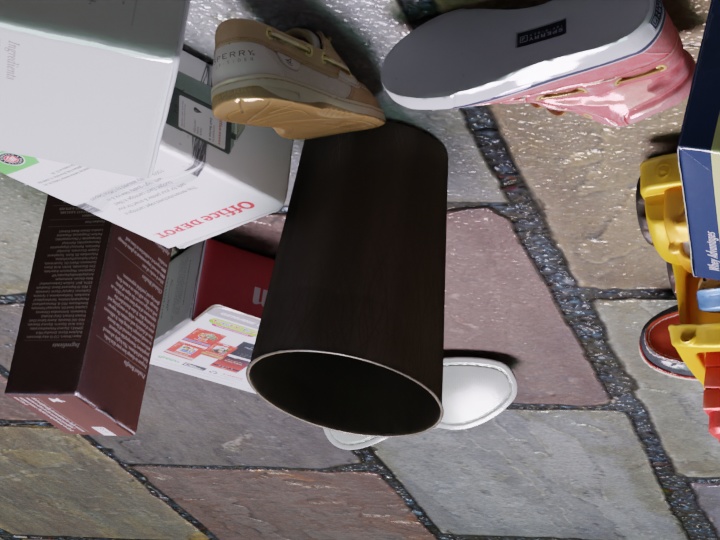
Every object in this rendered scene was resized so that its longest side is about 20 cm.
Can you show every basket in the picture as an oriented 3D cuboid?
[{"bbox_3d":[0.000,0.000,1.474,0.136,0.201,0.180,-4,155,24],"label":"basket"}]

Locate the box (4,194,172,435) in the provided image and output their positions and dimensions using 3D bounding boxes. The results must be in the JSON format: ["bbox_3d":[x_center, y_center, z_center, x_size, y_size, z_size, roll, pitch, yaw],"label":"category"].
[{"bbox_3d":[-0.213,0.023,1.596,0.075,0.201,0.100,-2,155,23],"label":"box"}]

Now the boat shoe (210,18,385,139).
[{"bbox_3d":[-0.039,-0.132,1.348,0.074,0.069,0.200,-10,173,21],"label":"boat shoe"}]

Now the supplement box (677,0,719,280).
[{"bbox_3d":[0.314,-0.077,1.246,0.199,0.135,0.200,10,159,17],"label":"supplement box"}]

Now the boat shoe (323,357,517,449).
[{"bbox_3d":[0.060,0.120,1.922,0.199,0.076,0.060,-11,-170,19],"label":"boat shoe"}]

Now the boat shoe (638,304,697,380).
[{"bbox_3d":[0.330,0.051,1.651,0.199,0.071,0.063,-2,167,11],"label":"boat shoe"}]

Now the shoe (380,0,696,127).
[{"bbox_3d":[0.118,-0.127,1.301,0.200,0.072,0.091,-11,145,28],"label":"shoe"}]

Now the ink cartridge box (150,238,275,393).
[{"bbox_3d":[-0.072,0.046,1.755,0.200,0.084,0.176,18,155,-24],"label":"ink cartridge box"}]

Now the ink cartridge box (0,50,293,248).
[{"bbox_3d":[-0.167,-0.100,1.440,0.200,0.084,0.146,26,151,-37],"label":"ink cartridge box"}]

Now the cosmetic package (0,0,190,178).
[{"bbox_3d":[-0.198,-0.176,1.165,0.199,0.168,0.166,11,156,-7],"label":"cosmetic package"}]

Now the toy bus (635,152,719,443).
[{"bbox_3d":[0.279,0.025,1.461,0.135,0.192,0.200,-3,154,26],"label":"toy bus"}]
